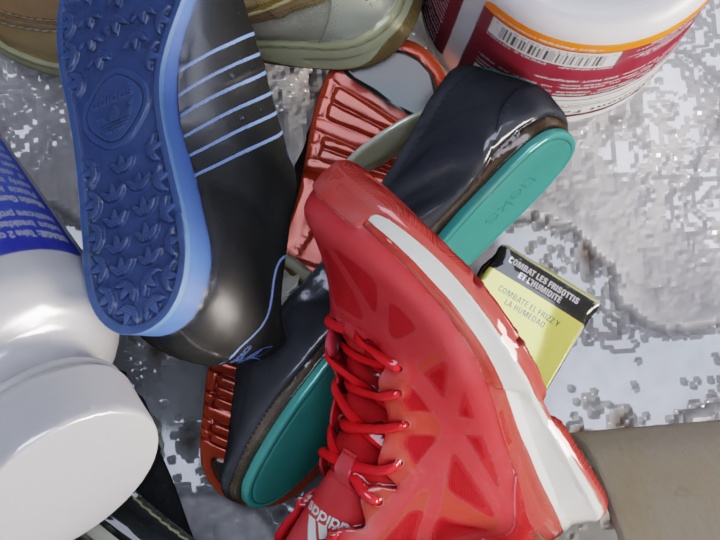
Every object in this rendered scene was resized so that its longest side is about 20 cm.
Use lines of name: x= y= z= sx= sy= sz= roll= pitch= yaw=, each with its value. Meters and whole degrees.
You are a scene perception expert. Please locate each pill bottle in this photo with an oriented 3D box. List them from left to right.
pill bottle: x=-0.161 y=0.009 z=1.040 sx=0.112 sy=0.112 sz=0.200 roll=-32 pitch=61 yaw=-8
pill bottle: x=0.081 y=-0.123 z=1.092 sx=0.113 sy=0.200 sz=0.113 roll=1 pitch=81 yaw=-4

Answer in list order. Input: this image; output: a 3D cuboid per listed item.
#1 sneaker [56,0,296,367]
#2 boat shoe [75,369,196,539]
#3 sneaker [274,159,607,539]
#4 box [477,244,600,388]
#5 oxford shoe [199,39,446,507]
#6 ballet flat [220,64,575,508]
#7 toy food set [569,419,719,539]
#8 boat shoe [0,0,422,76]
sneaker: x=-0.065 y=-0.059 z=1.043 sx=0.070 sy=0.078 sz=0.200 roll=-14 pitch=67 yaw=32
boat shoe: x=-0.110 y=0.073 z=1.115 sx=0.200 sy=0.072 sz=0.068 roll=41 pitch=81 yaw=7
sneaker: x=0.008 y=0.060 z=1.010 sx=0.115 sy=0.078 sz=0.200 roll=-39 pitch=125 yaw=-5
box: x=0.023 y=0.089 z=1.120 sx=0.050 sy=0.075 sz=0.200 roll=32 pitch=80 yaw=0
oxford shoe: x=-0.012 y=0.002 z=1.135 sx=0.071 sy=0.073 sz=0.200 roll=23 pitch=91 yaw=-3
ballet flat: x=0.000 y=0.000 z=1.071 sx=0.073 sy=0.073 sz=0.200 roll=40 pitch=96 yaw=3
toy food set: x=0.166 y=0.144 z=1.086 sx=0.143 sy=0.060 sz=0.200 roll=-2 pitch=54 yaw=-23
boat shoe: x=-0.074 y=-0.123 z=1.113 sx=0.200 sy=0.066 sz=0.074 roll=-1 pitch=57 yaw=25
